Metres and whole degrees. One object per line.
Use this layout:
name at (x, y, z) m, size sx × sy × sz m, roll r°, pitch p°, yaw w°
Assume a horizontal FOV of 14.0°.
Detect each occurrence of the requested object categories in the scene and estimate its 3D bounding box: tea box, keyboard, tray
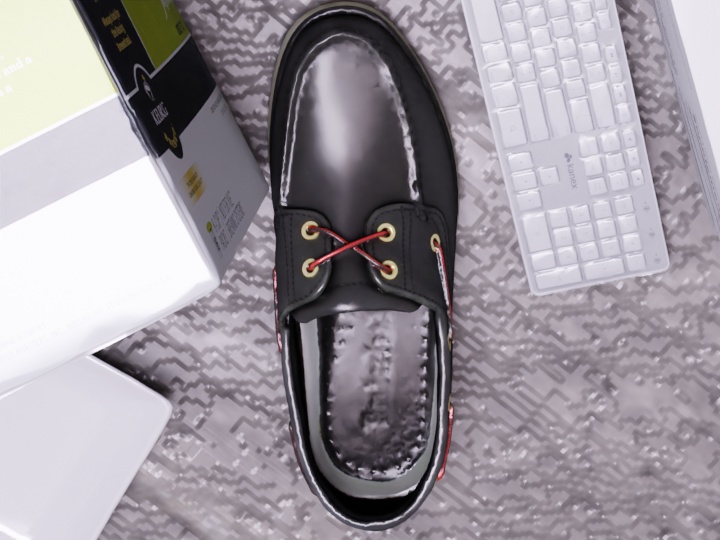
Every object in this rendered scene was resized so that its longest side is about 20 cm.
tea box at (-0.137, -0.070, 1.016) m, size 0.133 × 0.200 × 0.198 m, roll -25°, pitch 98°, yaw 7°
keyboard at (0.071, -0.081, 1.105) m, size 0.056 × 0.011 × 0.201 m, roll -14°, pitch 118°, yaw 2°
tray at (-0.183, 0.045, 1.153) m, size 0.199 × 0.022 × 0.108 m, roll 29°, pitch 104°, yaw -9°

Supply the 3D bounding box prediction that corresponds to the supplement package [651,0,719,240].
supplement package at (0.212, -0.097, 1.070) m, size 0.199 × 0.111 × 0.157 m, roll -16°, pitch 107°, yaw 5°

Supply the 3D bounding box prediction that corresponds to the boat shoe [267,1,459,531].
boat shoe at (0.003, 0.000, 1.123) m, size 0.073 × 0.063 × 0.203 m, roll -3°, pitch 106°, yaw 3°
